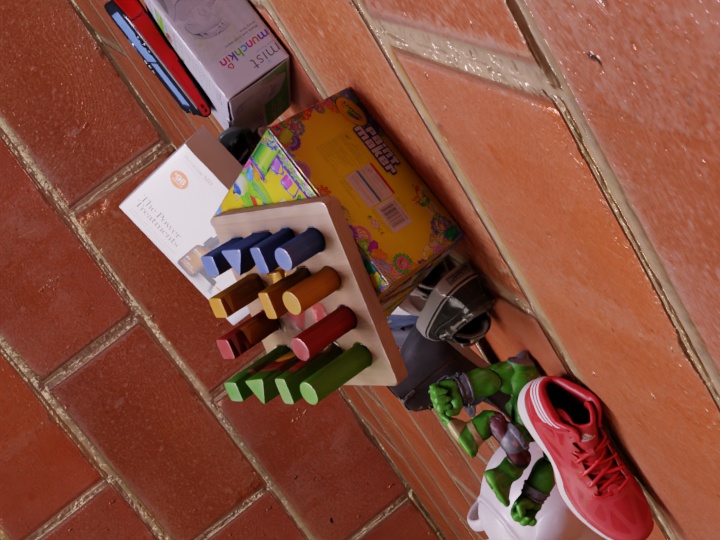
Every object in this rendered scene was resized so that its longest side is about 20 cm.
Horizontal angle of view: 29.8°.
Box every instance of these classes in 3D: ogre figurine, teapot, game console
[{"bbox_3d":[0.172,0.178,1.494,0.201,0.120,0.098,54,176,1],"label":"ogre figurine"},{"bbox_3d":[0.215,0.310,1.721,0.198,0.146,0.200,48,172,33],"label":"teapot"},{"bbox_3d":[-0.256,-0.267,1.694,0.178,0.031,0.200,57,174,-15],"label":"game console"}]

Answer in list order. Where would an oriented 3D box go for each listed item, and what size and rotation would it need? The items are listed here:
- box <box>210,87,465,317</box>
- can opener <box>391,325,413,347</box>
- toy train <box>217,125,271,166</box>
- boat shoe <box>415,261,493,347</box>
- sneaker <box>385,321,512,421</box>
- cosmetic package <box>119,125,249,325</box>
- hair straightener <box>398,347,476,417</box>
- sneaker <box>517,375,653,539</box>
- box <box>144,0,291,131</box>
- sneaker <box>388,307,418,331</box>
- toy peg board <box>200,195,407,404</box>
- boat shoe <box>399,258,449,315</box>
[{"bbox_3d":[-0.030,-0.044,1.426,0.200,0.122,0.193,52,143,8],"label":"box"},{"bbox_3d":[0.049,0.091,1.815,0.199,0.053,0.067,-2,128,50],"label":"can opener"},{"bbox_3d":[-0.143,-0.098,1.656,0.113,0.200,0.086,8,-133,-40],"label":"toy train"},{"bbox_3d":[0.108,0.054,1.502,0.064,0.071,0.200,52,170,12],"label":"boat shoe"},{"bbox_3d":[0.113,0.148,1.663,0.200,0.106,0.075,41,177,-24],"label":"sneaker"},{"bbox_3d":[-0.165,-0.049,1.578,0.200,0.052,0.151,46,129,-9],"label":"cosmetic package"},{"bbox_3d":[0.097,0.119,1.827,0.200,0.077,0.041,52,158,23],"label":"hair straightener"},{"bbox_3d":[0.232,0.194,1.374,0.200,0.078,0.116,51,173,9],"label":"sneaker"},{"bbox_3d":[-0.171,-0.266,1.634,0.177,0.096,0.200,52,172,7],"label":"box"},{"bbox_3d":[0.018,0.039,1.711,0.199,0.075,0.085,8,156,31],"label":"sneaker"},{"bbox_3d":[-0.081,0.043,1.365,0.199,0.098,0.200,-5,113,50],"label":"toy peg board"},{"bbox_3d":[0.068,0.002,1.533,0.070,0.071,0.201,51,165,34],"label":"boat shoe"}]
